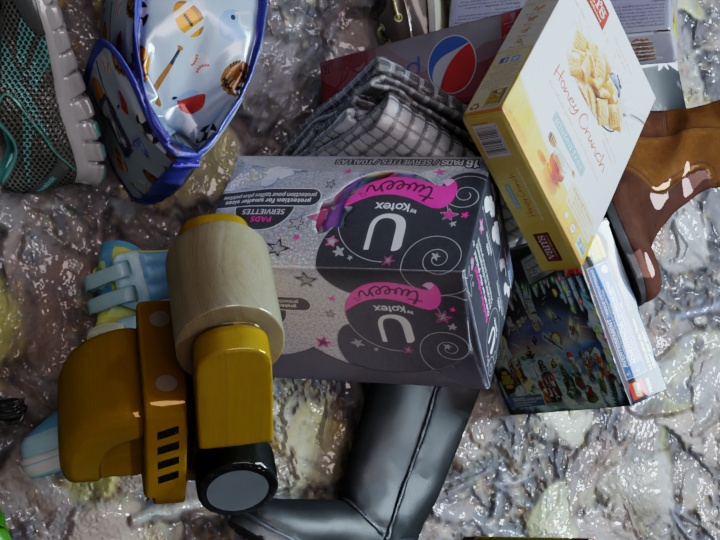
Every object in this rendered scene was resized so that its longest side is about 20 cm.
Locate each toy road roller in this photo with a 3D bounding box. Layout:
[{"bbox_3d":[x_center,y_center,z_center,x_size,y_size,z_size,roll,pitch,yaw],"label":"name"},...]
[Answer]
[{"bbox_3d":[-0.129,0.070,0.958,0.144,0.202,0.124,-4,44,-11],"label":"toy road roller"}]

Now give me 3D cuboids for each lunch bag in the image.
[{"bbox_3d":[-0.141,-0.161,1.079,0.122,0.170,0.203,6,80,-17],"label":"lunch bag"}]

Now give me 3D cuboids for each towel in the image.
[{"bbox_3d":[0.034,-0.075,1.129,0.164,0.200,0.086,29,59,-18],"label":"towel"}]

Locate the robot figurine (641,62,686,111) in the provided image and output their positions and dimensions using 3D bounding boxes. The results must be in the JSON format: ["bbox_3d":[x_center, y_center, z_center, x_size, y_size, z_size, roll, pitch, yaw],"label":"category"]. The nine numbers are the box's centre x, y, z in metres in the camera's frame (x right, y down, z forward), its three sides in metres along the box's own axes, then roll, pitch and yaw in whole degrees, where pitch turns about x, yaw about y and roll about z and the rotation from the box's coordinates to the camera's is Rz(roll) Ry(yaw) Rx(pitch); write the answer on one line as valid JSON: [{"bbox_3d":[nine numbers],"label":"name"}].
[{"bbox_3d":[0.220,-0.148,1.272,0.148,0.125,0.203,-10,86,1],"label":"robot figurine"}]

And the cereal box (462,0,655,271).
[{"bbox_3d":[0.151,-0.120,1.063,0.145,0.039,0.201,57,45,-30],"label":"cereal box"}]

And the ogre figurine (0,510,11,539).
[{"bbox_3d":[-0.324,0.190,0.987,0.197,0.098,0.122,6,97,-8],"label":"ogre figurine"}]

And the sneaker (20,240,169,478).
[{"bbox_3d":[-0.191,0.056,1.075,0.199,0.079,0.132,-34,99,-35],"label":"sneaker"}]

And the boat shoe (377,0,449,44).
[{"bbox_3d":[0.043,-0.224,1.234,0.059,0.072,0.203,-7,99,15],"label":"boat shoe"}]

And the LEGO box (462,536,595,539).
[{"bbox_3d":[0.171,0.276,1.138,0.148,0.200,0.078,31,70,-16],"label":"LEGO box"}]

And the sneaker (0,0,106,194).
[{"bbox_3d":[-0.253,-0.146,1.062,0.090,0.078,0.203,-20,107,-14],"label":"sneaker"}]

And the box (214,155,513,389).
[{"bbox_3d":[0.000,0.000,1.049,0.197,0.133,0.116,1,49,17],"label":"box"}]

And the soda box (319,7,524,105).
[{"bbox_3d":[0.065,-0.151,1.155,0.070,0.198,0.064,7,77,-54],"label":"soda box"}]

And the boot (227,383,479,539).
[{"bbox_3d":[-0.001,0.144,1.152,0.164,0.065,0.202,31,73,-26],"label":"boot"}]

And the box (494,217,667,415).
[{"bbox_3d":[0.157,0.043,1.167,0.039,0.200,0.139,-20,90,-23],"label":"box"}]

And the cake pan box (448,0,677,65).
[{"bbox_3d":[0.169,-0.256,1.224,0.197,0.052,0.187,-4,61,17],"label":"cake pan box"}]

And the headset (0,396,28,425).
[{"bbox_3d":[-0.291,0.019,1.011,0.092,0.124,0.203,2,116,14],"label":"headset"}]

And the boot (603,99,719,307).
[{"bbox_3d":[0.277,-0.063,1.147,0.197,0.069,0.190,-7,46,-3],"label":"boot"}]
